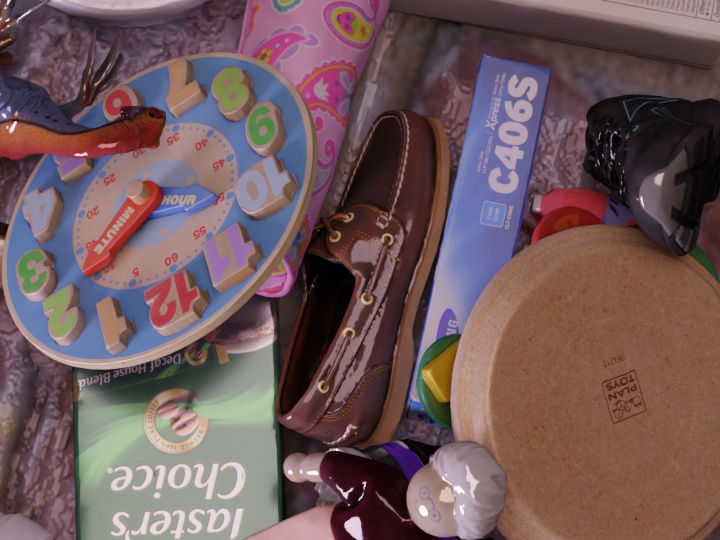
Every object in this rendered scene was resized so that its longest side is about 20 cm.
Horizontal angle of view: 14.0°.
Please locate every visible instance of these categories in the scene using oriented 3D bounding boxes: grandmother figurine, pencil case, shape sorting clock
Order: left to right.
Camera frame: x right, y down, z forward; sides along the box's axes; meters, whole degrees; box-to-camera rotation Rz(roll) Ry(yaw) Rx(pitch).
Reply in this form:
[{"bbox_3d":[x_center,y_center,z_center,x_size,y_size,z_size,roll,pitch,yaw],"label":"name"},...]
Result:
[{"bbox_3d":[-0.112,-0.036,1.591,0.199,0.039,0.201,-15,55,23],"label":"shape sorting clock"},{"bbox_3d":[-0.048,-0.086,1.660,0.087,0.088,0.201,18,68,2],"label":"pencil case"},{"bbox_3d":[-0.001,0.150,1.566,0.200,0.061,0.122,-32,96,30],"label":"grandmother figurine"}]

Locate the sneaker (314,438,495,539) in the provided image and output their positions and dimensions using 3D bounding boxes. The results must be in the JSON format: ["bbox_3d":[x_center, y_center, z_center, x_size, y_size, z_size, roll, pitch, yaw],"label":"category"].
[{"bbox_3d":[0.041,0.191,1.644,0.099,0.069,0.201,-10,95,-31],"label":"sneaker"}]

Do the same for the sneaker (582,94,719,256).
[{"bbox_3d":[0.159,-0.057,1.629,0.079,0.200,0.076,11,101,9],"label":"sneaker"}]

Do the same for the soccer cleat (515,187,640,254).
[{"bbox_3d":[0.117,0.051,1.671,0.076,0.067,0.201,10,78,-3],"label":"soccer cleat"}]

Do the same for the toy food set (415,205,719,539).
[{"bbox_3d":[0.134,0.068,1.608,0.200,0.049,0.199,-36,102,-21],"label":"toy food set"}]

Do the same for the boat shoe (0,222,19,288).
[{"bbox_3d":[-0.263,-0.001,1.677,0.199,0.071,0.065,7,95,1],"label":"boat shoe"}]

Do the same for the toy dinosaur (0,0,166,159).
[{"bbox_3d":[-0.184,-0.081,1.634,0.182,0.105,0.201,48,122,44],"label":"toy dinosaur"}]

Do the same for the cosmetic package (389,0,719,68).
[{"bbox_3d":[0.120,-0.190,1.703,0.199,0.073,0.104,11,80,2],"label":"cosmetic package"}]

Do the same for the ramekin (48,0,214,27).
[{"bbox_3d":[-0.134,-0.233,1.698,0.201,0.094,0.204,0,80,0],"label":"ramekin"}]

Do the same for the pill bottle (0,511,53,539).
[{"bbox_3d":[-0.278,0.135,1.627,0.199,0.116,0.116,32,82,4],"label":"pill bottle"}]

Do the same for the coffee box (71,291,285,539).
[{"bbox_3d":[-0.103,0.101,1.669,0.122,0.044,0.201,0,81,-2],"label":"coffee box"}]

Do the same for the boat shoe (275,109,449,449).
[{"bbox_3d":[0.000,0.000,1.662,0.070,0.070,0.201,17,74,-25],"label":"boat shoe"}]

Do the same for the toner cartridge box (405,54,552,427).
[{"bbox_3d":[0.067,-0.014,1.664,0.043,0.095,0.201,12,80,2],"label":"toner cartridge box"}]
